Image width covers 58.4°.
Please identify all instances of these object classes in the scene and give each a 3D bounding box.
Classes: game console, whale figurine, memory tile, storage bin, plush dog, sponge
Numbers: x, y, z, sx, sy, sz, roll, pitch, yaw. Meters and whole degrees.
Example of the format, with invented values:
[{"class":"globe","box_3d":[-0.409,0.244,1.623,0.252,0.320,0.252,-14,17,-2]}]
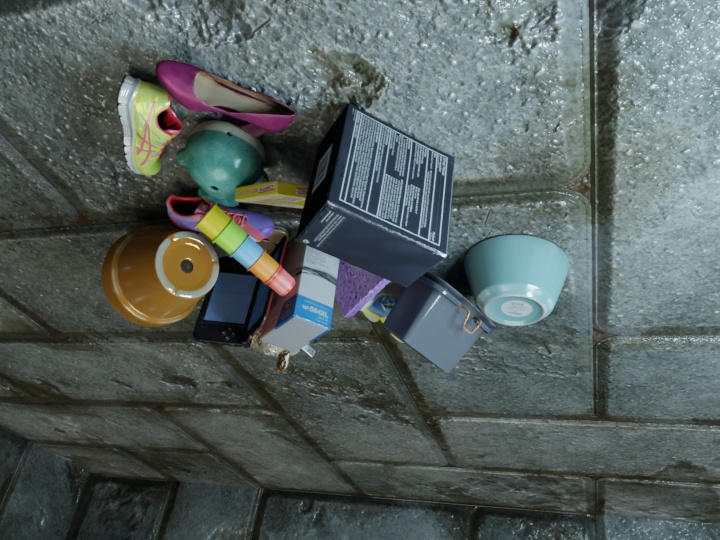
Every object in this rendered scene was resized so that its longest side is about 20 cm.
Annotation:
[{"class":"game console","box_3d":[-0.234,0.035,1.253,0.172,0.201,0.119,5,147,8]},{"class":"whale figurine","box_3d":[-0.234,-0.157,1.077,0.159,0.104,0.200,17,149,-11]},{"class":"memory tile","box_3d":[-0.252,-0.084,1.276,0.200,0.017,0.153,27,144,-25]},{"class":"storage bin","box_3d":[0.150,0.106,1.249,0.200,0.135,0.145,38,176,-37]},{"class":"plush dog","box_3d":[-0.199,0.145,1.474,0.199,0.161,0.172,2,177,-28]},{"class":"sponge","box_3d":[0.000,0.000,1.240,0.030,0.112,0.200,-9,157,-36]}]

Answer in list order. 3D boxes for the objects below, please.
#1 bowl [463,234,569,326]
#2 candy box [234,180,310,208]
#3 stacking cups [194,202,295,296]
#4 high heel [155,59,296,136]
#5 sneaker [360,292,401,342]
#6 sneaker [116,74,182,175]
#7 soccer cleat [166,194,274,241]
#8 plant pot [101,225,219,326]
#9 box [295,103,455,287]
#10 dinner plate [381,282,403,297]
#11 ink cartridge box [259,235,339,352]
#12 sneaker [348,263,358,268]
[{"class":"bowl","box_3d":[0.292,0.032,1.219,0.200,0.105,0.201,8,147,5]},{"class":"candy box","box_3d":[-0.097,-0.121,1.062,0.102,0.027,0.200,0,180,41]},{"class":"stacking cups","box_3d":[-0.198,-0.035,1.148,0.200,0.061,0.060,40,139,-15]},{"class":"high heel","box_3d":[-0.192,-0.261,0.938,0.200,0.068,0.096,19,159,-40]},{"class":"sneaker","box_3d":[0.075,0.071,1.347,0.105,0.076,0.200,-32,130,23]},{"class":"sneaker","box_3d":[-0.332,-0.220,1.037,0.090,0.078,0.200,7,150,-7]},{"class":"soccer cleat","box_3d":[-0.259,-0.097,1.180,0.199,0.067,0.077,10,157,8]},{"class":"plant pot","box_3d":[-0.369,0.001,1.238,0.200,0.201,0.183,32,154,-30]},{"class":"box","box_3d":[0.027,-0.110,0.985,0.198,0.201,0.123,23,145,-18]},{"class":"dinner plate","box_3d":[0.107,0.050,1.373,0.199,0.024,0.200,8,148,5]},{"class":"ink cartridge box","box_3d":[-0.114,0.037,1.252,0.084,0.201,0.146,24,145,-24]},{"class":"sneaker","box_3d":[-0.008,-0.055,1.110,0.199,0.084,0.121,12,-161,39]}]
